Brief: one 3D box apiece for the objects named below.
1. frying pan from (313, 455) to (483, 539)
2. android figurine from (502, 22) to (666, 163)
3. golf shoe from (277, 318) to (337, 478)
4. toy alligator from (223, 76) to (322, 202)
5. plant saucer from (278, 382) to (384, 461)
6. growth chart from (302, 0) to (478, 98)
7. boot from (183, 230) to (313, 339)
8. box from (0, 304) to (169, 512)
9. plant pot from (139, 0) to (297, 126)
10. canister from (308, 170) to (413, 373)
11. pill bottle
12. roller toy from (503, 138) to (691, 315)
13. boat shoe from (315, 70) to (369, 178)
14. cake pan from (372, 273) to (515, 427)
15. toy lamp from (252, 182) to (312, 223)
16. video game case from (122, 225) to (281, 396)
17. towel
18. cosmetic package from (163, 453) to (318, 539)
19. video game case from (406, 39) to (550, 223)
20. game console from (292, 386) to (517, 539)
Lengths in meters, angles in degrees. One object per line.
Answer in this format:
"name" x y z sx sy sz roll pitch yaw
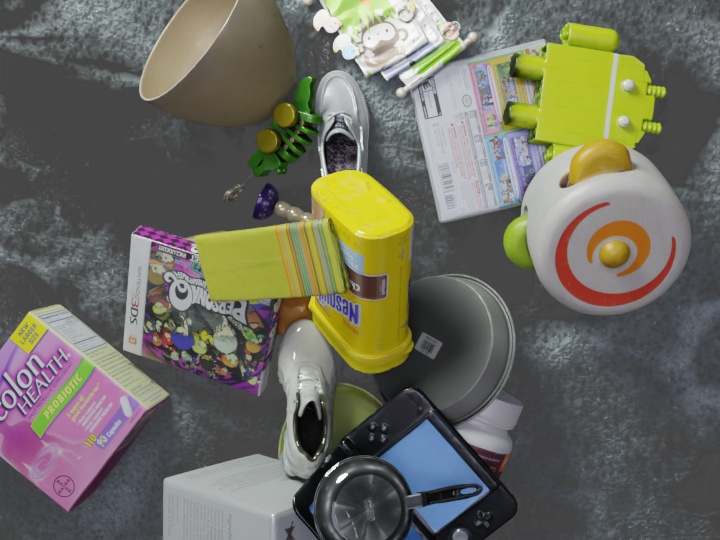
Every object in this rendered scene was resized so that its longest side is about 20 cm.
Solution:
"frying pan" 0.041 0.273 0.987 0.190 0.031 0.115 16 76 -8
"android figurine" 0.282 -0.212 1.107 0.200 0.041 0.182 9 89 -5
"golf shoe" -0.059 0.149 1.083 0.078 0.097 0.200 -1 71 -11
"toy alligator" -0.100 -0.149 1.117 0.054 0.059 0.200 41 110 12
"plant saucer" -0.019 0.244 1.143 0.200 0.031 0.200 -2 86 33
"growth chart" 0.032 -0.317 1.137 0.145 0.018 0.200 -42 81 4
"boot" -0.160 0.023 1.161 0.201 0.071 0.144 -3 107 17
"box" -0.391 0.177 1.171 0.200 0.097 0.176 39 96 2
"plant pot" -0.157 -0.257 1.097 0.134 0.200 0.200 34 97 -33
"canister" 0.000 0.000 1.048 0.086 0.149 0.200 -20 133 -24
"pill bottle" 0.122 0.240 1.125 0.114 0.114 0.200 24 95 3
"roller toy" 0.290 -0.048 1.054 0.182 0.140 0.200 25 116 -13
"boat shoe" -0.026 -0.165 1.118 0.072 0.069 0.200 2 77 2
"cake pan" 0.093 0.094 1.102 0.200 0.037 0.201 -13 64 30
"toy lamp" -0.039 -0.052 1.149 0.200 0.058 0.058 23 95 2
"video game case" -0.203 0.053 1.138 0.200 0.036 0.181 18 120 8
"towel" -0.105 -0.010 1.025 0.200 0.018 0.086 -5 103 33
"cosmetic package" -0.116 0.335 1.086 0.200 0.165 0.165 5 95 41
"video game case" 0.169 -0.177 1.142 0.182 0.022 0.200 -13 92 5
"game console" 0.056 0.267 1.014 0.176 0.116 0.200 -41 92 11
